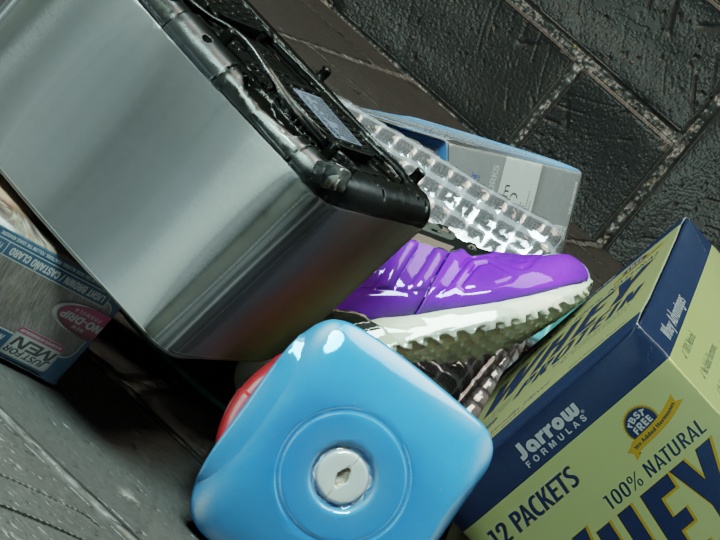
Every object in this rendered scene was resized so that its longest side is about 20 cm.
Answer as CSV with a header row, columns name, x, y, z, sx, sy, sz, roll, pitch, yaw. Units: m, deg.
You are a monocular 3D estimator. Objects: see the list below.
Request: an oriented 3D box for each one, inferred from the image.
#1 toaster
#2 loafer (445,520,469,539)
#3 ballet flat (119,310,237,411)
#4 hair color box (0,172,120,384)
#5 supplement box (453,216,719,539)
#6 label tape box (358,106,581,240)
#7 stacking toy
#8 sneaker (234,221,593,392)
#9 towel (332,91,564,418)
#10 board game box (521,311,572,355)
name,x,y,z,sx,sy,sz,roll,pitch,yaw
toaster,-0.077,-0.059,1.201,0.181,0.119,0.200,47,10,12
loafer,0.113,0.191,1.367,0.200,0.070,0.075,47,-15,-6
ballet flat,-0.113,-0.004,1.333,0.199,0.068,0.068,35,13,-28
hair color box,-0.190,-0.045,1.212,0.100,0.061,0.200,30,18,-45
supplement box,0.166,0.111,1.288,0.200,0.134,0.200,47,20,-3
label tape box,0.021,-0.061,1.594,0.144,0.064,0.199,19,6,35
stacking toy,-0.022,0.083,1.244,0.109,0.116,0.200,37,-2,-9
sneaker,0.021,-0.003,1.332,0.070,0.199,0.100,135,-58,-64
towel,0.000,0.000,1.441,0.199,0.086,0.166,31,44,9
board game box,0.090,0.040,1.726,0.150,0.047,0.200,20,-15,27
